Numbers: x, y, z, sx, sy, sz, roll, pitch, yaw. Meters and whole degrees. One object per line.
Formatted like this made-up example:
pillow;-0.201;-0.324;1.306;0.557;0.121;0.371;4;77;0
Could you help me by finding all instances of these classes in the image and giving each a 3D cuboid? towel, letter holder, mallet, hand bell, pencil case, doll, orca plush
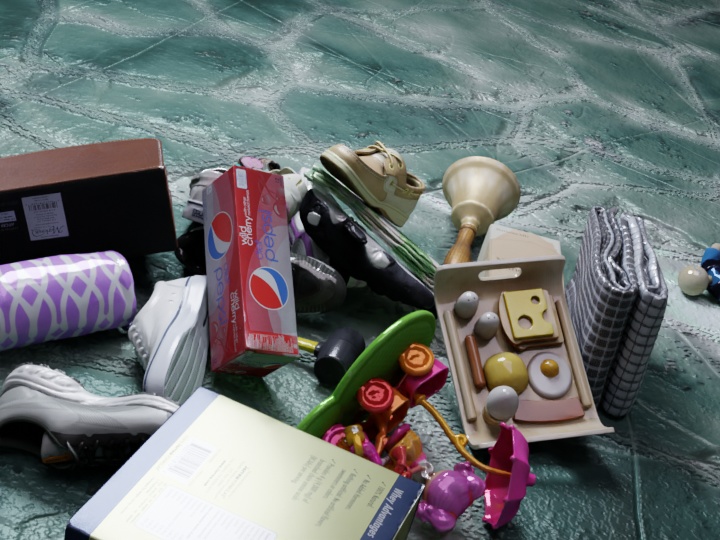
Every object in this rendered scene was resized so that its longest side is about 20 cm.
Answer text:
towel;0.269;0.039;1.350;0.085;0.166;0.200;8;30;-2
letter holder;-0.304;-0.083;1.303;0.200;0.101;0.142;-9;33;-7
towel;0.018;-0.052;1.401;0.200;0.023;0.153;40;5;-4
mallet;-0.090;0.061;1.280;0.200;0.041;0.066;21;32;18
hand bell;0.133;-0.044;1.524;0.104;0.104;0.200;17;42;4
pencil case;-0.315;0.031;1.184;0.200;0.084;0.085;-9;3;-38
doll;0.505;0.008;1.619;0.200;0.049;0.137;-5;45;-20
orca plush;0.000;0.000;1.355;0.200;0.071;0.105;41;4;-15

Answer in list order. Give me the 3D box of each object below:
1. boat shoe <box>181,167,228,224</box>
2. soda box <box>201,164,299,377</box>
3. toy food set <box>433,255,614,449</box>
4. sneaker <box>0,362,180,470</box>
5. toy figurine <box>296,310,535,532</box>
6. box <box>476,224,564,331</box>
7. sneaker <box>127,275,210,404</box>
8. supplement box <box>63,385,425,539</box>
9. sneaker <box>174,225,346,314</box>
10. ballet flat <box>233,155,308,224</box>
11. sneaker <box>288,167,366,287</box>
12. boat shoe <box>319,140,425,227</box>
boat shoe;-0.163;-0.083;1.380;0.072;0.066;0.200;16;1;1
soda box;-0.112;0.001;1.225;0.063;0.070;0.200;11;63;-36
toy food set;0.164;0.081;1.244;0.143;0.060;0.200;-6;65;-12
sneaker;-0.224;0.145;1.054;0.200;0.074;0.079;12;39;7
toy figurine;0.063;0.164;1.109;0.184;0.150;0.200;40;60;21
box;0.179;0.034;1.399;0.095;0.078;0.200;14;30;-3
sneaker;-0.190;0.074;1.193;0.071;0.073;0.200;-6;28;9
supplement box;-0.088;0.222;0.913;0.200;0.134;0.200;22;31;12
sneaker;-0.114;0.002;1.311;0.200;0.067;0.090;19;4;13
ballet flat;-0.099;-0.091;1.400;0.071;0.069;0.200;-15;23;-7
sneaker;-0.041;-0.045;1.451;0.099;0.075;0.200;10;38;-22
boat shoe;0.017;-0.109;1.373;0.074;0.066;0.200;41;4;22
